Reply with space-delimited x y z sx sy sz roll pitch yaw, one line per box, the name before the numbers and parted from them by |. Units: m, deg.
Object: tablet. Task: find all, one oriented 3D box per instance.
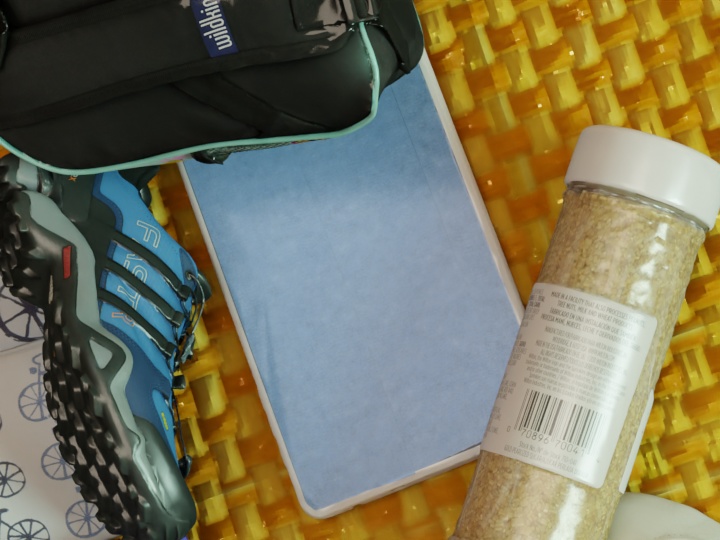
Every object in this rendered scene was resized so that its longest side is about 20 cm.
tablet | 0.000 0.000 1.140 0.130 0.014 0.200 -23 79 11

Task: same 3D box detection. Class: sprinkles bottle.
sprinkles bottle | 0.097 0.040 1.074 0.068 0.068 0.200 17 84 15

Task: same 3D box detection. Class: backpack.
backpack | -0.086 -0.136 1.090 0.200 0.153 0.176 -15 108 14

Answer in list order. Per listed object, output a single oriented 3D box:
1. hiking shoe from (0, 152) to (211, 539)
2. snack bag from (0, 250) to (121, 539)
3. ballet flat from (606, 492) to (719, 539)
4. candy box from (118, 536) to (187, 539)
hiking shoe | -0.100 0.027 1.111 0.087 0.074 0.200 -12 67 -24
snack bag | -0.200 0.051 1.128 0.188 0.021 0.200 -17 71 -22
ballet flat | 0.167 0.166 1.055 0.200 0.069 0.069 44 96 14
candy box | -0.146 0.218 1.066 0.077 0.200 0.169 -35 73 52
